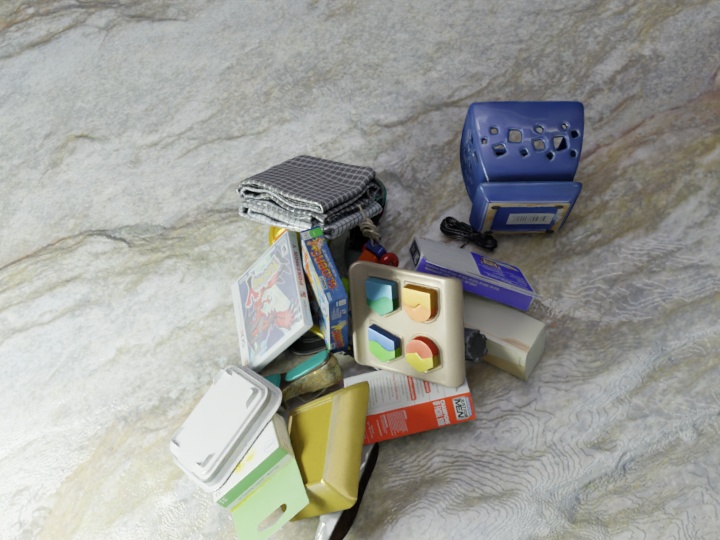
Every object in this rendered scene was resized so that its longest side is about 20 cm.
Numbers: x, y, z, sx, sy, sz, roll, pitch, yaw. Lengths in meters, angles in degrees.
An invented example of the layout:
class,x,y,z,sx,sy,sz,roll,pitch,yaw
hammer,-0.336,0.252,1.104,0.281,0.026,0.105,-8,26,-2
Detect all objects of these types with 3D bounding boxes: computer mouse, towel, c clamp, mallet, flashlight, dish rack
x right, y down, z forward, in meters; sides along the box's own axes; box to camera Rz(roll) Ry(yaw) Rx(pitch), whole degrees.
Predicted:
class,x,y,z,sx,sy,sz,roll,pitch,yaw
computer mouse,0.142,-0.007,1.804,0.109,0.044,0.200,34,73,22
towel,-0.084,-0.128,1.722,0.199,0.086,0.165,16,29,31
c clamp,-0.065,0.070,1.816,0.170,0.027,0.201,-22,63,4
mallet,-0.051,0.127,1.754,0.200,0.041,0.066,37,77,21
flashlight,0.116,0.116,1.692,0.199,0.068,0.068,5,28,40
dish rack,-0.231,0.249,1.688,0.171,0.044,0.200,23,75,52

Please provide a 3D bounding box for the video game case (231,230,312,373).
class,x,y,z,sx,sy,sz,roll,pitch,yaw
video game case,-0.156,0.059,1.761,0.023,0.200,0.183,11,54,-36

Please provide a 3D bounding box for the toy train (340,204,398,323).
class,x,y,z,sx,sy,sz,roll,pitch,yaw
toy train,0.000,0.000,1.698,0.116,0.200,0.085,-39,30,-10

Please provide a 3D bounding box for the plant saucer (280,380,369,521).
class,x,y,z,sx,sy,sz,roll,pitch,yaw
plant saucer,-0.069,0.281,1.619,0.048,0.200,0.201,23,60,-27

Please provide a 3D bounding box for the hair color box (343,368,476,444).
class,x,y,z,sx,sy,sz,roll,pitch,yaw
hair color box,0.078,0.208,1.671,0.199,0.064,0.111,-14,31,4

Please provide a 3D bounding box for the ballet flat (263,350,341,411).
class,x,y,z,sx,sy,sz,roll,pitch,yaw
ballet flat,-0.119,0.200,1.730,0.199,0.071,0.071,-25,60,17

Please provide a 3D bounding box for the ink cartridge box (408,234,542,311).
class,x,y,z,sx,sy,sz,roll,pitch,yaw
ink cartridge box,0.182,0.007,1.682,0.197,0.200,0.044,18,102,-6

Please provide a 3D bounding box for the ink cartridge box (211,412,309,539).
class,x,y,z,sx,sy,sz,roll,pitch,yaw
ink cartridge box,-0.165,0.329,1.614,0.145,0.048,0.200,-42,31,10

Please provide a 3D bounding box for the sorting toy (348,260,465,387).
class,x,y,z,sx,sy,sz,roll,pitch,yaw
sorting toy,0.069,0.087,1.630,0.199,0.186,0.036,9,24,32

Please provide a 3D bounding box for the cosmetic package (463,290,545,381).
class,x,y,z,sx,sy,sz,roll,pitch,yaw
cosmetic package,0.203,0.095,1.708,0.199,0.105,0.071,25,68,23

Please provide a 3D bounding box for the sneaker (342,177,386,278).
class,x,y,z,sx,sy,sz,roll,pitch,yaw
sneaker,0.005,-0.087,1.825,0.083,0.121,0.201,2,63,11

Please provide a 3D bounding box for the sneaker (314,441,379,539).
class,x,y,z,sx,sy,sz,roll,pitch,yaw
sneaker,-0.042,0.353,1.642,0.084,0.073,0.200,13,55,19

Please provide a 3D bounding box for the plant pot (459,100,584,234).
class,x,y,z,sx,sy,sz,roll,pitch,yaw
plant pot,0.278,-0.169,1.771,0.199,0.200,0.181,0,70,-1

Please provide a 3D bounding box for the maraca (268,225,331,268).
class,x,y,z,sx,sy,sz,roll,pitch,yaw
maraca,-0.100,-0.058,1.811,0.137,0.107,0.200,-60,24,6

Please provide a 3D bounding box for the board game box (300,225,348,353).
class,x,y,z,sx,sy,sz,roll,pitch,yaw
board game box,-0.057,0.035,1.669,0.034,0.200,0.136,-18,63,-10
